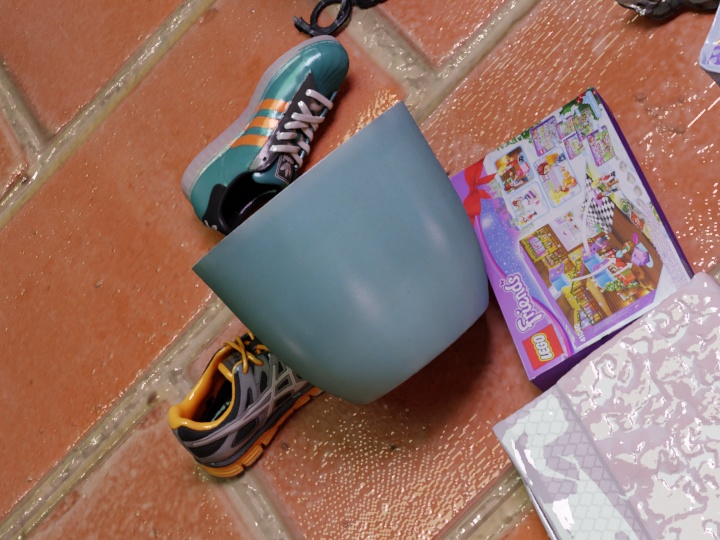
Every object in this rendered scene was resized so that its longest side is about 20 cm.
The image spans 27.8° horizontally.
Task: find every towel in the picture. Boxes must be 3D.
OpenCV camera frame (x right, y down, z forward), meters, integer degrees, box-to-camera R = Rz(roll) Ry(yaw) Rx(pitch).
[{"bbox_3d":[0.205,0.131,0.958,0.190,0.032,0.201,-37,60,14],"label":"towel"}]

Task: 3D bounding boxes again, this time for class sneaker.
[{"bbox_3d":[-0.071,-0.113,1.288,0.200,0.071,0.080,-48,52,11],"label":"sneaker"},{"bbox_3d":[-0.077,0.076,1.180,0.078,0.077,0.201,34,86,44],"label":"sneaker"}]

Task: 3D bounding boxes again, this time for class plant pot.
[{"bbox_3d":[0.000,0.000,1.084,0.200,0.201,0.162,-37,93,14],"label":"plant pot"}]

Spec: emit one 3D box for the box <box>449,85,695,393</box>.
[{"bbox_3d":[0.158,-0.024,1.088,0.136,0.039,0.201,-31,52,17],"label":"box"}]

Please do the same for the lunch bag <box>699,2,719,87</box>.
[{"bbox_3d":[0.345,-0.127,0.922,0.199,0.169,0.128,17,79,43],"label":"lunch bag"}]

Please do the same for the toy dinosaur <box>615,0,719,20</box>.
[{"bbox_3d":[0.291,-0.242,1.103,0.198,0.047,0.089,-2,87,34],"label":"toy dinosaur"}]

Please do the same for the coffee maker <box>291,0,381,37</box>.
[{"bbox_3d":[-0.027,-0.334,1.282,0.134,0.200,0.194,19,77,41],"label":"coffee maker"}]
